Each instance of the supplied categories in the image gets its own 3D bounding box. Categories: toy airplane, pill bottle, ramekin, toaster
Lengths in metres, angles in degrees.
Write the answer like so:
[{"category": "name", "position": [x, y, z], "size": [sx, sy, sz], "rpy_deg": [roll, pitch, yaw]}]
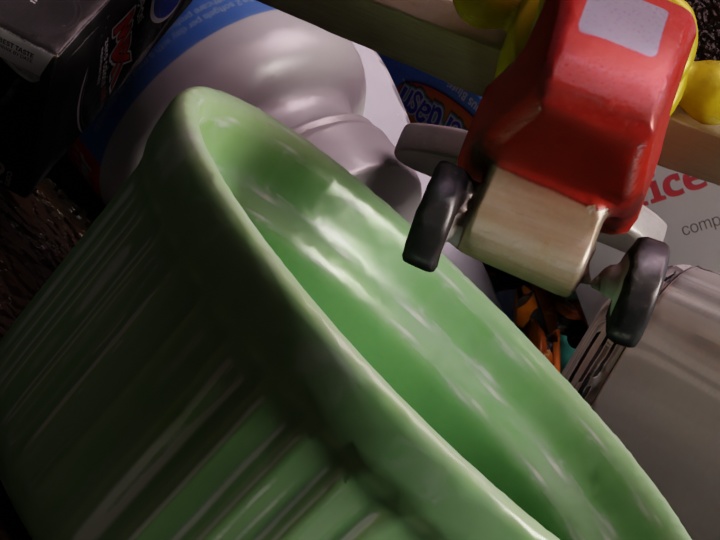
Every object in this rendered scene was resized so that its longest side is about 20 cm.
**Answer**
[{"category": "toy airplane", "position": [0.071, -0.063, 0.646], "size": [0.200, 0.141, 0.199], "rpy_deg": [15, 8, -43]}, {"category": "pill bottle", "position": [-0.068, -0.076, 0.787], "size": [0.200, 0.112, 0.112], "rpy_deg": [50, 12, 26]}, {"category": "ramekin", "position": [-0.007, 0.054, 0.565], "size": [0.200, 0.098, 0.200], "rpy_deg": [43, 11, -10]}, {"category": "toaster", "position": [0.123, 0.094, 0.721], "size": [0.129, 0.200, 0.114], "rpy_deg": [30, 5, 26]}]

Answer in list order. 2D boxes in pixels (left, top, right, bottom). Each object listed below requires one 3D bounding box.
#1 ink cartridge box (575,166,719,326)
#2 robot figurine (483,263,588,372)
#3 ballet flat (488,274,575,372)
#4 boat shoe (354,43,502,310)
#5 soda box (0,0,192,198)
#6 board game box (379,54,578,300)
[{"category": "ink cartridge box", "position": [0.175, 0.025, 0.808], "size": [0.084, 0.145, 0.200], "rpy_deg": [-27, 98, -56]}, {"category": "robot figurine", "position": [0.101, 0.041, 0.936], "size": [0.145, 0.058, 0.200], "rpy_deg": [24, 38, -16]}, {"category": "ballet flat", "position": [0.098, 0.075, 1.010], "size": [0.200, 0.070, 0.065], "rpy_deg": [52, -14, 22]}, {"category": "boat shoe", "position": [0.000, 0.000, 0.854], "size": [0.071, 0.070, 0.200], "rpy_deg": [-15, 75, -31]}, {"category": "soda box", "position": [-0.087, -0.115, 0.693], "size": [0.071, 0.063, 0.200], "rpy_deg": [27, 45, 5]}, {"category": "board game box", "position": [0.090, -0.068, 0.976], "size": [0.152, 0.045, 0.200], "rpy_deg": [-3, 41, -47]}]
